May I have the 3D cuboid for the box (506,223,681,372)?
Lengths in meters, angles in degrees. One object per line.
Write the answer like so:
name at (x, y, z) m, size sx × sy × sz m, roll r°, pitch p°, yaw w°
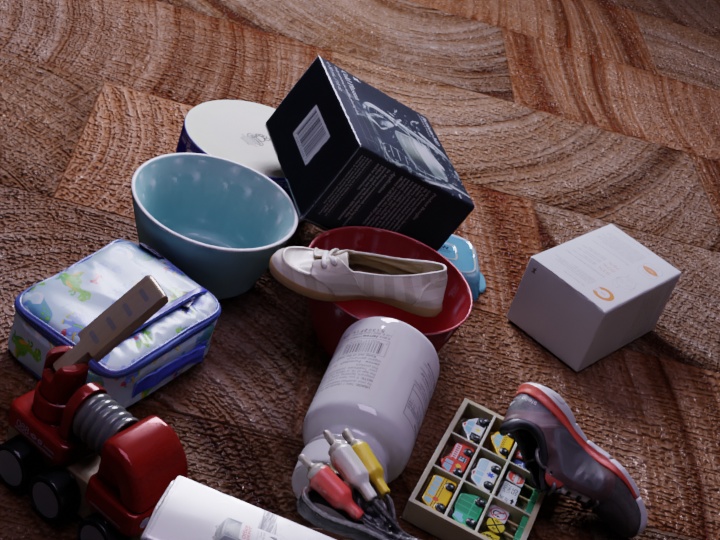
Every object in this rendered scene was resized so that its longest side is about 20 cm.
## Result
box at (0.304, 0.031, 1.670) m, size 0.124 × 0.098 × 0.199 m, roll 38°, pitch 36°, yaw 27°

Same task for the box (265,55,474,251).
box at (0.009, -0.131, 1.603) m, size 0.195 × 0.124 × 0.201 m, roll 25°, pitch 28°, yaw -37°

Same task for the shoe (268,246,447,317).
shoe at (0.000, 0.000, 1.392) m, size 0.197 × 0.054 × 0.070 m, roll 12°, pitch 33°, yaw -12°

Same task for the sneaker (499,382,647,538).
sneaker at (0.214, 0.215, 1.347) m, size 0.200 × 0.077 × 0.082 m, roll 48°, pitch 60°, yaw -2°

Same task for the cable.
cable at (0.022, 0.224, 1.142) m, size 0.199 × 0.051 × 0.097 m, roll 39°, pitch 39°, yaw 24°

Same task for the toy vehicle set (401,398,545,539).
toy vehicle set at (0.133, 0.222, 1.357) m, size 0.123 × 0.027 × 0.200 m, roll 26°, pitch 33°, yaw 9°

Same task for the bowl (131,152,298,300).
bowl at (-0.180, -0.041, 1.512) m, size 0.198 × 0.106 × 0.202 m, roll 13°, pitch 33°, yaw -9°

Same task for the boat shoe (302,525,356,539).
boat shoe at (-0.005, 0.269, 1.178) m, size 0.198 × 0.076 × 0.074 m, roll 19°, pitch 25°, yaw -16°

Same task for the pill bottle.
pill bottle at (0.004, 0.152, 1.302) m, size 0.113 × 0.115 × 0.201 m, roll 21°, pitch 43°, yaw 4°

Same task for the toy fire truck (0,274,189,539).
toy fire truck at (-0.218, 0.126, 1.149) m, size 0.175 × 0.202 × 0.128 m, roll 34°, pitch 35°, yaw 23°

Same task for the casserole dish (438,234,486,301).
casserole dish at (0.076, -0.019, 1.681) m, size 0.197 × 0.039 × 0.122 m, roll 14°, pitch 33°, yaw -10°

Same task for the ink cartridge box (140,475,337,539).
ink cartridge box at (-0.088, 0.275, 1.046) m, size 0.198 × 0.147 × 0.085 m, roll 22°, pitch 32°, yaw 5°

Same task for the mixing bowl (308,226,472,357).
mixing bowl at (0.021, 0.051, 1.478) m, size 0.197 × 0.109 × 0.201 m, roll 13°, pitch 33°, yaw -8°

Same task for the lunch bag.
lunch bag at (-0.252, 0.057, 1.352) m, size 0.160 × 0.083 × 0.199 m, roll 35°, pitch 36°, yaw 19°

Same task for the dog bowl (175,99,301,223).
dog bowl at (-0.147, -0.143, 1.710) m, size 0.197 × 0.080 × 0.201 m, roll 14°, pitch 33°, yaw -9°
